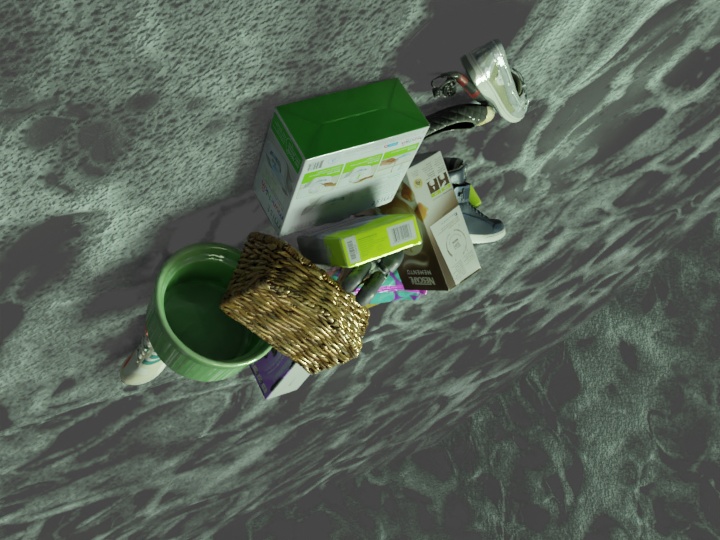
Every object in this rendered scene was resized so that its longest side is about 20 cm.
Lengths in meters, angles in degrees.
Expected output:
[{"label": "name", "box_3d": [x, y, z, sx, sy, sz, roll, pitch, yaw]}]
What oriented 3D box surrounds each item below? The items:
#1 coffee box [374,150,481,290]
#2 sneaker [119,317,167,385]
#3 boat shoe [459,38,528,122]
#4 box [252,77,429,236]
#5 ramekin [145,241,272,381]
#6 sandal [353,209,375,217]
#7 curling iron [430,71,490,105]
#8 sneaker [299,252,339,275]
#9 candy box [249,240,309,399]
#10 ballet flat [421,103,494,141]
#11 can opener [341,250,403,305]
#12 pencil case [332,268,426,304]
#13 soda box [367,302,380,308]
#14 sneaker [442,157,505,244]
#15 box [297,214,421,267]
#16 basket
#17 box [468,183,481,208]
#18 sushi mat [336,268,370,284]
[{"label": "coffee box", "box_3d": [0.096, -0.075, 1.336, 0.079, 0.202, 0.114, -32, -162, -32]}, {"label": "sneaker", "box_3d": [-0.342, 0.114, 1.421, 0.199, 0.071, 0.093, -34, 141, 13]}, {"label": "boat shoe", "box_3d": [0.213, -0.280, 1.268, 0.064, 0.075, 0.201, -33, 153, 19]}, {"label": "box", "box_3d": [-0.030, -0.154, 1.183, 0.198, 0.097, 0.177, -20, 157, -27]}, {"label": "ramekin", "box_3d": [-0.225, 0.068, 1.284, 0.199, 0.201, 0.098, -14, 161, -37]}, {"label": "sandal", "box_3d": [0.061, -0.130, 1.434, 0.211, 0.077, 0.070, -15, 123, -53]}, {"label": "curling iron", "box_3d": [0.162, -0.270, 1.290, 0.049, 0.026, 0.199, -18, 173, 29]}, {"label": "sneaker", "box_3d": [-0.084, -0.007, 1.446, 0.200, 0.076, 0.105, -41, 173, 4]}, {"label": "candy box", "box_3d": [-0.141, 0.082, 1.410, 0.071, 0.201, 0.168, -12, 153, -39]}, {"label": "ballet flat", "box_3d": [0.122, -0.212, 1.301, 0.198, 0.057, 0.066, -19, 174, -24]}, {"label": "can opener", "box_3d": [0.022, -0.005, 1.255, 0.067, 0.053, 0.200, -46, -178, 14]}, {"label": "pencil case", "box_3d": [0.019, 0.028, 1.612, 0.198, 0.092, 0.086, -8, 112, -23]}, {"label": "soda box", "box_3d": [-0.009, 0.041, 1.692, 0.198, 0.064, 0.068, -21, 158, -25]}, {"label": "sneaker", "box_3d": [0.182, -0.120, 1.472, 0.201, 0.148, 0.077, -5, -168, -42]}, {"label": "box", "box_3d": [-0.010, -0.045, 1.251, 0.121, 0.048, 0.200, -19, -170, -22]}, {"label": "basket", "box_3d": [-0.078, 0.028, 1.241, 0.200, 0.150, 0.142, 39, 137, -24]}, {"label": "box", "box_3d": [0.121, -0.083, 1.581, 0.199, 0.048, 0.122, -30, 175, -4]}, {"label": "sushi mat", "box_3d": [0.000, 0.000, 1.449, 0.095, 0.012, 0.200, -22, -170, 9]}]
